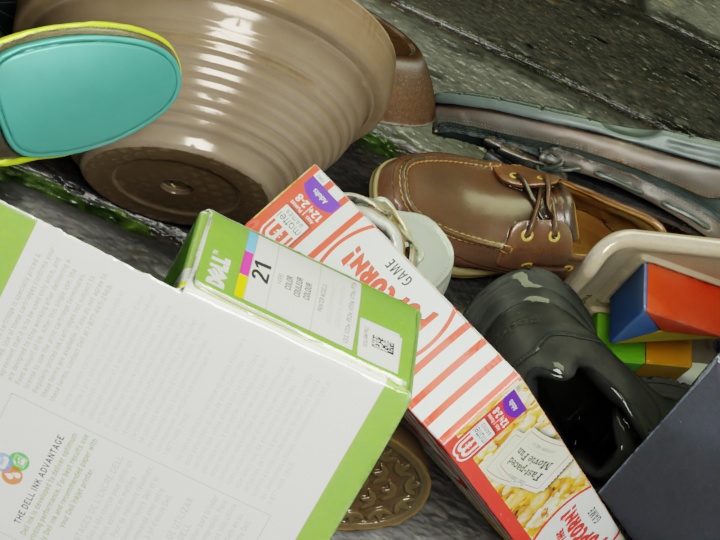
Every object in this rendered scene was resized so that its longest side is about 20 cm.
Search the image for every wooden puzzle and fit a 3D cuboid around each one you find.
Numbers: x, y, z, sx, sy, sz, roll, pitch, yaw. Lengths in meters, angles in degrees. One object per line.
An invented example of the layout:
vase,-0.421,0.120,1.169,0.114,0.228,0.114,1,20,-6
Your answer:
wooden puzzle,0.192,0.030,1.279,0.200,0.185,0.046,1,72,-11

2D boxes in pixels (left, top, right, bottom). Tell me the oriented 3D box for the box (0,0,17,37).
box,-0.126,-0.190,1.275,0.200,0.107,0.148,-1,-23,24

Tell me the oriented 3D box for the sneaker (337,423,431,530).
sneaker,-0.064,0.051,1.097,0.200,0.067,0.090,16,33,-21

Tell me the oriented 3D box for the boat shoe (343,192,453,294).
boat shoe,0.000,0.000,1.251,0.075,0.068,0.200,50,31,9

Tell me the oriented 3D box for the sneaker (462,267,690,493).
sneaker,0.129,0.085,1.210,0.200,0.076,0.091,35,18,-29

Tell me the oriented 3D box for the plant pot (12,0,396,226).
plant pot,-0.087,-0.083,1.255,0.201,0.201,0.093,19,67,-22

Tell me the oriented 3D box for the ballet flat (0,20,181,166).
ballet flat,-0.185,-0.079,1.153,0.200,0.067,0.067,-21,29,-21

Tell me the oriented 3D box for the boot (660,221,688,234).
boot,0.214,-0.050,1.540,0.154,0.074,0.200,12,-3,-3

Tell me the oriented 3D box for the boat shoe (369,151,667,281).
boat shoe,0.094,-0.032,1.400,0.200,0.068,0.072,15,61,-37

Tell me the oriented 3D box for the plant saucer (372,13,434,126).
plant saucer,-0.042,-0.143,1.417,0.200,0.035,0.200,22,15,-6

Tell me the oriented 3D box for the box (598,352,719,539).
box,0.254,0.118,1.118,0.200,0.123,0.199,-20,66,-40

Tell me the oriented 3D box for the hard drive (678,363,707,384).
hard drive,0.208,0.083,1.389,0.132,0.026,0.200,6,33,-41

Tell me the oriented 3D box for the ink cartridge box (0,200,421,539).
ink cartridge box,-0.096,0.046,0.975,0.200,0.148,0.076,26,25,-8

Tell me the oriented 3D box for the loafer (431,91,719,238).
loafer,0.136,-0.062,1.464,0.200,0.063,0.072,12,1,9

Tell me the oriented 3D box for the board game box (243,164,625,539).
board game box,0.039,0.056,1.109,0.152,0.046,0.200,47,-4,34
